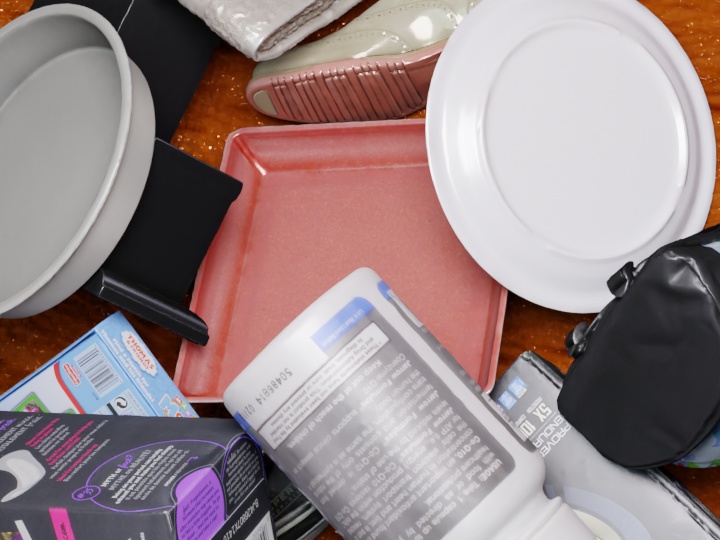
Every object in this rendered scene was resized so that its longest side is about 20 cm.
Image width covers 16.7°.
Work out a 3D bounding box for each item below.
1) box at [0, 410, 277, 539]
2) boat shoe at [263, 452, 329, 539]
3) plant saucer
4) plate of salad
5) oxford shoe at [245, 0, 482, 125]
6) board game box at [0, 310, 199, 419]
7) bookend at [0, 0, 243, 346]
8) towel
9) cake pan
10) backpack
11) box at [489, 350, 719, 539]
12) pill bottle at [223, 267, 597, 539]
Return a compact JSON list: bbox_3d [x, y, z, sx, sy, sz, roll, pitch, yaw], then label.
[{"bbox_3d":[-0.161,0.152,1.386,0.199,0.122,0.106,1,112,24],"label":"box"},{"bbox_3d":[-0.007,0.097,1.484,0.071,0.064,0.200,42,94,18],"label":"boat shoe"},{"bbox_3d":[0.000,0.000,1.479,0.199,0.037,0.200,-2,57,18],"label":"plant saucer"},{"bbox_3d":[0.122,-0.074,1.444,0.199,0.048,0.201,4,81,-25],"label":"plate of salad"},{"bbox_3d":[0.025,-0.142,1.518,0.199,0.071,0.074,-11,65,5],"label":"oxford shoe"},{"bbox_3d":[-0.173,0.136,1.479,0.200,0.037,0.151,-34,94,31],"label":"board game box"},{"bbox_3d":[-0.138,-0.086,1.495,0.198,0.092,0.201,24,88,48],"label":"bookend"},{"bbox_3d":[-0.049,-0.206,1.501,0.132,0.035,0.200,35,49,22],"label":"towel"},{"bbox_3d":[-0.194,-0.058,1.438,0.200,0.037,0.201,-22,55,35],"label":"cake pan"},{"bbox_3d":[0.232,0.026,1.370,0.154,0.200,0.163,43,139,12],"label":"backpack"},{"bbox_3d":[0.096,0.176,1.430,0.164,0.086,0.200,44,94,17],"label":"box"},{"bbox_3d":[0.029,0.107,1.343,0.114,0.114,0.200,-43,86,6],"label":"pill bottle"}]
